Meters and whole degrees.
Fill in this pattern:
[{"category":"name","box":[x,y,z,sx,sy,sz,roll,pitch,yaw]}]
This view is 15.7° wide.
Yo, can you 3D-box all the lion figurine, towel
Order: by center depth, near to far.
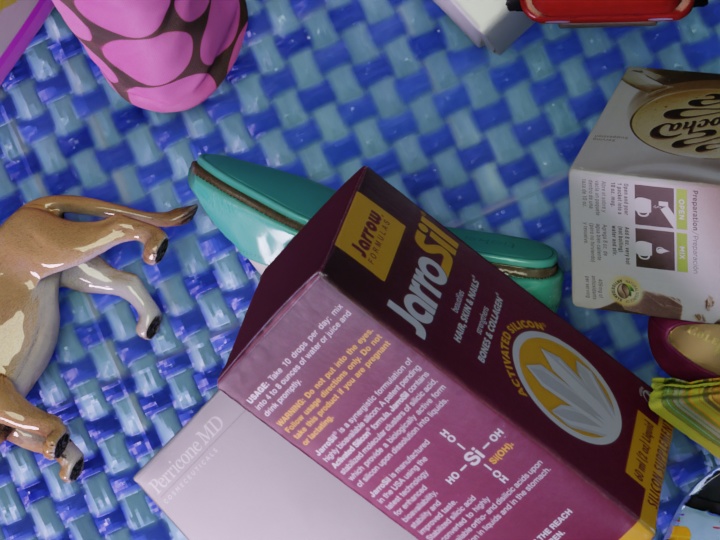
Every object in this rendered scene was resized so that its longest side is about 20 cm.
[{"category":"towel","box":[0.239,0.059,1.206,0.200,0.086,0.018,-10,62,34]},{"category":"lion figurine","box":[-0.178,0.029,1.335,0.122,0.072,0.200,27,78,17]}]

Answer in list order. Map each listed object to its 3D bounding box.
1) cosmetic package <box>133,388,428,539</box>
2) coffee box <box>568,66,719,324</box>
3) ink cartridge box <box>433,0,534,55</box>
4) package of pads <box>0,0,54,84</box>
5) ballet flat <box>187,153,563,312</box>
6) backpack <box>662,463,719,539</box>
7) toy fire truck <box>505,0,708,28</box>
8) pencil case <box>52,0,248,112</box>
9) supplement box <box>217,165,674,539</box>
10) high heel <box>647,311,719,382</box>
[{"category":"cosmetic package","box":[-0.001,0.130,1.279,0.200,0.090,0.107,44,119,5]},{"category":"coffee box","box":[0.209,-0.030,1.224,0.200,0.113,0.080,7,123,20]},{"category":"ink cartridge box","box":[0.086,-0.226,1.287,0.200,0.083,0.145,-43,85,4]},{"category":"package of pads","box":[-0.222,-0.118,1.291,0.068,0.155,0.200,35,94,10]},{"category":"ballet flat","box":[0.000,0.000,1.307,0.200,0.067,0.070,16,107,10]},{"category":"backpack","box":[0.236,0.170,1.233,0.200,0.135,0.183,10,90,7]},{"category":"toy fire truck","box":[0.123,-0.200,1.141,0.129,0.200,0.176,0,91,6]},{"category":"pencil case","box":[-0.107,-0.156,1.259,0.091,0.200,0.094,18,71,13]},{"category":"supplement box","box":[0.044,0.059,1.231,0.200,0.110,0.086,38,121,-10]},{"category":"high heel","box":[0.234,0.058,1.253,0.200,0.096,0.067,14,99,9]}]
